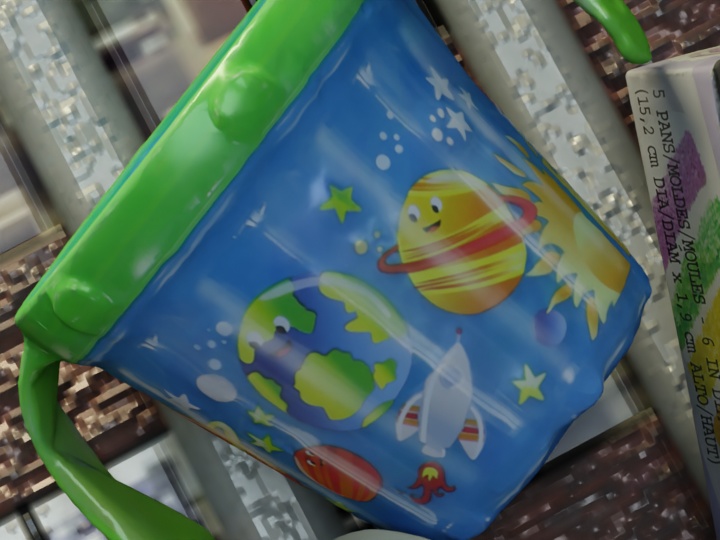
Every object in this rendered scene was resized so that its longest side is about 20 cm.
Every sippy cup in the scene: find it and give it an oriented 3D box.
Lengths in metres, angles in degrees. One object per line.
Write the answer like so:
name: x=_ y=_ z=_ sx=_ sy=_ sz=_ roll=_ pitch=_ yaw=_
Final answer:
sippy cup: x=0.000 y=0.000 z=0.748 sx=0.130 sy=0.178 sz=0.140 roll=38 pitch=53 yaw=-6

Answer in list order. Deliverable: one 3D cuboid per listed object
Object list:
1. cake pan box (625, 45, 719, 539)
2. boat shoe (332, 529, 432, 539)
cake pan box: x=0.139 y=0.033 z=0.686 sx=0.052 sy=0.184 sz=0.201 roll=-14 pitch=99 yaw=-21
boat shoe: x=0.054 y=0.150 z=0.726 sx=0.200 sy=0.072 sz=0.068 roll=49 pitch=43 yaw=-4
